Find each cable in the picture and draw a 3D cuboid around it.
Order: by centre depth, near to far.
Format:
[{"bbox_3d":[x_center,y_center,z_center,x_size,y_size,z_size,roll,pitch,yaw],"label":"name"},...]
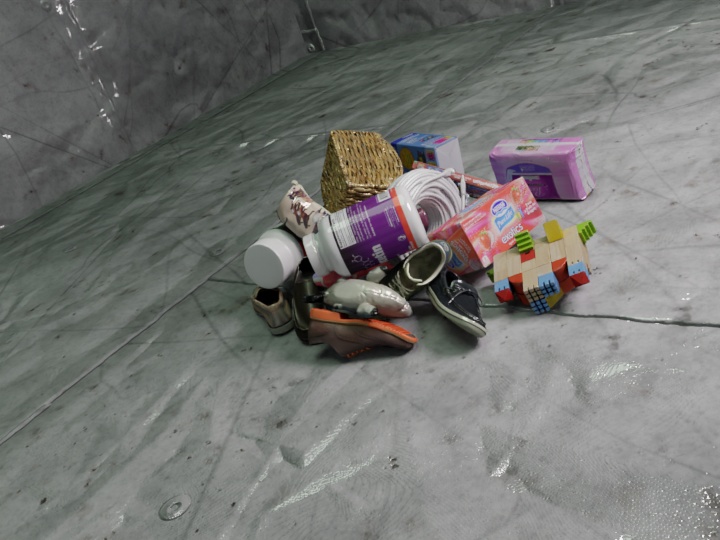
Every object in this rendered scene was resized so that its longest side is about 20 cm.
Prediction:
[{"bbox_3d":[0.115,-0.091,1.455,0.199,0.201,0.069,-8,9,-38],"label":"cable"}]

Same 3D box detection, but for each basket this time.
[{"bbox_3d":[0.005,-0.177,1.605,0.142,0.150,0.201,0,42,-17],"label":"basket"}]

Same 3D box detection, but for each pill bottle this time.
[{"bbox_3d":[0.007,-0.060,1.325,0.199,0.113,0.113,-23,25,7],"label":"pill bottle"},{"bbox_3d":[-0.142,-0.045,1.583,0.113,0.115,0.200,-4,21,31],"label":"pill bottle"}]

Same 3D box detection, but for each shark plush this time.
[{"bbox_3d":[-0.015,0.062,1.325,0.199,0.083,0.091,-11,58,23],"label":"shark plush"}]

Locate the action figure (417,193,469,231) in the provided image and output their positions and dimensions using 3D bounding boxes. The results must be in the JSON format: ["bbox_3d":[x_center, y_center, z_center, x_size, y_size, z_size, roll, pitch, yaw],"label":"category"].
[{"bbox_3d":[0.131,-0.098,1.609,0.199,0.134,0.149,-23,52,-8],"label":"action figure"}]

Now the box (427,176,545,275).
[{"bbox_3d":[0.235,-0.080,1.433,0.200,0.095,0.102,-35,8,-33],"label":"box"}]

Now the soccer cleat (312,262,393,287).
[{"bbox_3d":[0.000,0.000,1.460,0.199,0.067,0.076,-9,-4,-45],"label":"soccer cleat"}]

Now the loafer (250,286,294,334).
[{"bbox_3d":[-0.178,0.059,1.532,0.072,0.063,0.200,-26,26,-11],"label":"loafer"}]

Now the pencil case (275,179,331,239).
[{"bbox_3d":[-0.077,-0.087,1.511,0.090,0.200,0.078,-52,-5,7],"label":"pencil case"}]

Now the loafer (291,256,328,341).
[{"bbox_3d":[-0.101,0.050,1.447,0.073,0.072,0.201,-15,41,1],"label":"loafer"}]

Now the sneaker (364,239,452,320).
[{"bbox_3d":[0.076,0.015,1.341,0.200,0.067,0.090,-40,-5,3],"label":"sneaker"}]

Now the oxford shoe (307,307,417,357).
[{"bbox_3d":[0.002,0.115,1.307,0.199,0.073,0.071,10,-2,27],"label":"oxford shoe"}]

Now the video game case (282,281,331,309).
[{"bbox_3d":[-0.072,0.025,1.577,0.143,0.018,0.200,-26,26,-13],"label":"video game case"}]

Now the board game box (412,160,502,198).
[{"bbox_3d":[0.208,-0.181,1.610,0.199,0.020,0.103,17,-5,11],"label":"board game box"}]

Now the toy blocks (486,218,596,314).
[{"bbox_3d":[0.298,0.008,1.265,0.199,0.100,0.137,-21,32,23],"label":"toy blocks"}]

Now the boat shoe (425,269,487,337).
[{"bbox_3d":[0.164,0.050,1.277,0.062,0.074,0.200,-53,20,9],"label":"boat shoe"}]

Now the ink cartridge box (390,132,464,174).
[{"bbox_3d":[0.150,-0.245,1.810,0.076,0.137,0.200,-26,25,-26],"label":"ink cartridge box"}]

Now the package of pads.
[{"bbox_3d":[0.375,-0.209,1.592,0.199,0.121,0.076,6,41,43],"label":"package of pads"}]
